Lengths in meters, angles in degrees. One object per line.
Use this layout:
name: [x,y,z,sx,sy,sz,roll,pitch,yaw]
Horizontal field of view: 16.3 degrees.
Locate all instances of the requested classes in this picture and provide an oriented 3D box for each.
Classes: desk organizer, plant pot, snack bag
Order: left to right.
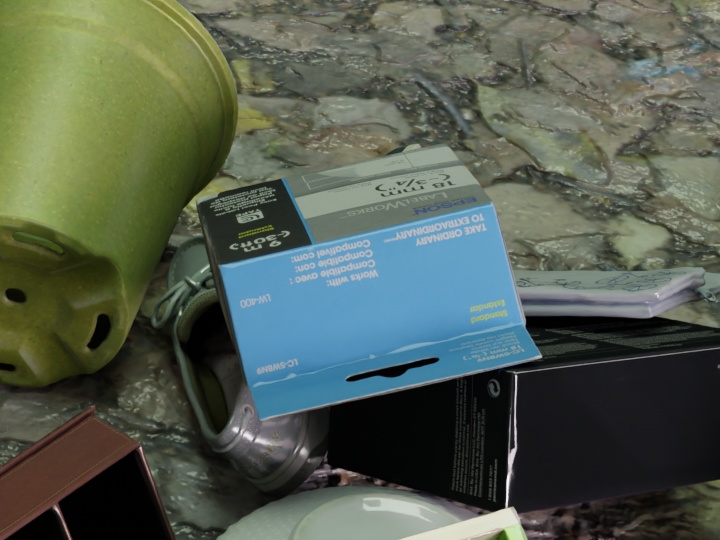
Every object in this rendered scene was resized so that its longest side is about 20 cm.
desk organizer: [-0.162,0.149,1.177,0.077,0.072,0.200,27,35,23]
plant pot: [-0.181,-0.042,1.423,0.200,0.201,0.184,8,43,1]
snack bag: [0.106,0.009,1.425,0.188,0.021,0.200,0,4,23]

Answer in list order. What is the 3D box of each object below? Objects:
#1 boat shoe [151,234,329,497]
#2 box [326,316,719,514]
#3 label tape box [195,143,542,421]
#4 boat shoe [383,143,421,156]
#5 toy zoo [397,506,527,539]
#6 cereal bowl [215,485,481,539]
boat shoe: [-0.073,0.040,1.388,0.065,0.074,0.202,33,24,-35]
box: [0.102,0.069,1.319,0.200,0.079,0.141,-4,12,-39]
label tape box: [0.000,0.000,1.281,0.144,0.063,0.200,-13,18,-5]
boat shoe: [-0.005,-0.005,1.488,0.062,0.075,0.200,-3,42,22]
toy zoo: [0.045,0.214,1.116,0.131,0.020,0.200,-14,67,-17]
cereal bowl: [0.009,0.167,1.212,0.200,0.083,0.200,6,31,-4]
